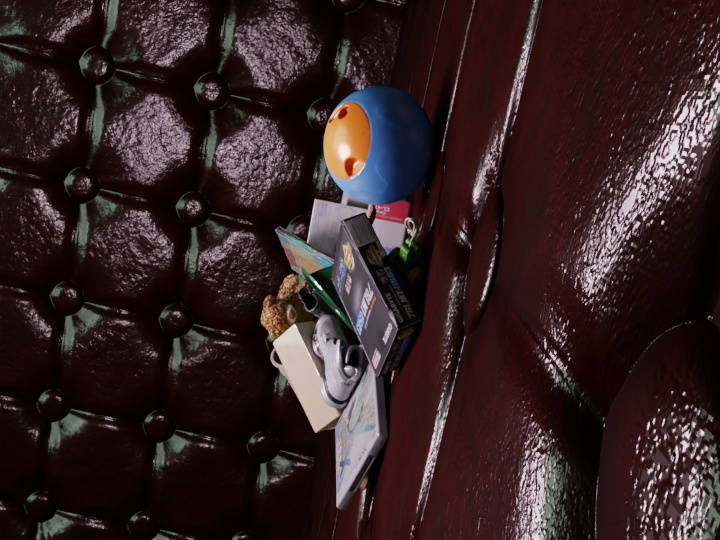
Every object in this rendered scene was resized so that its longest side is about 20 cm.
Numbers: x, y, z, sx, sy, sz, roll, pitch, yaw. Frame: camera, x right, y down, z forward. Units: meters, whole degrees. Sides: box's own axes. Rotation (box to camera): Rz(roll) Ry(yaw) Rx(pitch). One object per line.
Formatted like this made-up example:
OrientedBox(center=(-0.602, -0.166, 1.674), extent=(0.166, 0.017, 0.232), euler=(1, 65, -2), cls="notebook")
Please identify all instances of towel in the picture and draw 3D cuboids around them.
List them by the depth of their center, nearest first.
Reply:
OrientedBox(center=(-0.092, -0.003, 1.733), extent=(0.022, 0.198, 0.148), euler=(-45, -36, -21), cls="towel")

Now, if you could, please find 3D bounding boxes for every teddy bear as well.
OrientedBox(center=(-0.143, 0.086, 1.791), extent=(0.200, 0.065, 0.149), euler=(28, -103, -71), cls="teddy bear")

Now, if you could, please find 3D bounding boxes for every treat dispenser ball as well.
OrientedBox(center=(0.032, -0.218, 1.450), extent=(0.201, 0.196, 0.206), euler=(-169, 90, -87), cls="treat dispenser ball")

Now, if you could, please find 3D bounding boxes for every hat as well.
OrientedBox(center=(0.000, 0.000, 1.590), extent=(0.176, 0.166, 0.200), euler=(-44, 7, -5), cls="hat")

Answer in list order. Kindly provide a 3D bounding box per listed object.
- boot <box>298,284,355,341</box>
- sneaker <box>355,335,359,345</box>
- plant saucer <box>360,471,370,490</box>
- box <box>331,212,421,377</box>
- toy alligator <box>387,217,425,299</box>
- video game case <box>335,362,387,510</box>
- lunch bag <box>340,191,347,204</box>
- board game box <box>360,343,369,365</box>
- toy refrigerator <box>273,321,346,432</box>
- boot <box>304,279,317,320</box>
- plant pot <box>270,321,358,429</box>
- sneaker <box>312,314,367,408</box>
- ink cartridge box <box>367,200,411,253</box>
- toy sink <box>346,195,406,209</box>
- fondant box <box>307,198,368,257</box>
OrientedBox(center=(-0.080, 0.071, 1.767), extent=(0.068, 0.130, 0.200), euler=(-49, 22, 1), cls="boot")
OrientedBox(center=(-0.052, 0.135, 1.992), extent=(0.201, 0.113, 0.077), euler=(-53, -36, -43), cls="sneaker")
OrientedBox(center=(0.006, 0.312, 1.584), extent=(0.200, 0.035, 0.205), euler=(-168, 89, -87), cls="plant saucer")
OrientedBox(center=(0.018, 0.043, 1.330), extent=(0.201, 0.049, 0.202), euler=(106, 142, -62), cls="box")
OrientedBox(center=(0.079, -0.017, 1.286), extent=(0.054, 0.059, 0.202), euler=(-30, -29, -32), cls="toy alligator")
OrientedBox(center=(-0.002, 0.286, 1.467), extent=(0.202, 0.022, 0.185), euler=(-94, 26, -58), cls="video game case")
OrientedBox(center=(0.019, -0.128, 2.016), extent=(0.202, 0.124, 0.173), euler=(-102, 21, -56), cls="lunch bag")
OrientedBox(center=(0.026, 0.123, 1.862), extent=(0.200, 0.034, 0.129), euler=(-93, 13, -76), cls="board game box")
OrientedBox(center=(-0.090, 0.209, 1.647), extent=(0.076, 0.069, 0.203), euler=(-39, 70, 30), cls="toy refrigerator")
OrientedBox(center=(-0.061, 0.050, 1.936), extent=(0.213, 0.079, 0.158), euler=(-57, 34, 3), cls="boot")
OrientedBox(center=(-0.076, 0.237, 1.821), extent=(0.201, 0.196, 0.187), euler=(-88, -20, -70), cls="plant pot")
OrientedBox(center=(-0.035, 0.150, 1.583), extent=(0.116, 0.074, 0.203), euler=(-54, 33, 42), cls="sneaker")
OrientedBox(center=(0.043, -0.050, 1.717), extent=(0.148, 0.083, 0.205), euler=(-121, 43, -85), cls="ink cartridge box")
OrientedBox(center=(0.050, -0.226, 1.804), extent=(0.201, 0.127, 0.114), euler=(105, 176, -60), cls="toy sink")
OrientedBox(center=(-0.018, -0.066, 1.828), extent=(0.058, 0.195, 0.148), euler=(-73, -6, -87), cls="fondant box")
